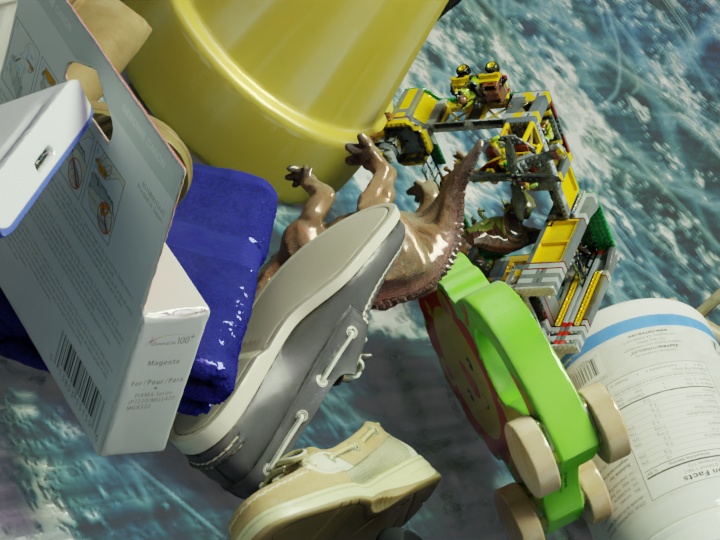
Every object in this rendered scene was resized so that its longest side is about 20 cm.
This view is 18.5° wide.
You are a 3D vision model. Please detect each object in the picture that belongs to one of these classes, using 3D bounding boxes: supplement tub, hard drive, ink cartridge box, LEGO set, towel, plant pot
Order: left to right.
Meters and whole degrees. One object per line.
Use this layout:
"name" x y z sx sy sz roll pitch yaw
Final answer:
"hard drive" -0.233 -0.026 1.039 0.026 0.199 0.132 65 22 -22
"ink cartridge box" -0.134 -0.037 1.114 0.043 0.175 0.200 -3 39 -34
"towel" -0.130 0.001 1.263 0.146 0.050 0.201 14 34 -3
"plant pot" -0.034 -0.179 1.494 0.200 0.189 0.202 31 32 -23
"LEGO set" 0.081 -0.023 1.456 0.116 0.153 0.201 -61 146 -42
"supplement tub" 0.204 0.131 1.459 0.131 0.132 0.201 19 38 -38

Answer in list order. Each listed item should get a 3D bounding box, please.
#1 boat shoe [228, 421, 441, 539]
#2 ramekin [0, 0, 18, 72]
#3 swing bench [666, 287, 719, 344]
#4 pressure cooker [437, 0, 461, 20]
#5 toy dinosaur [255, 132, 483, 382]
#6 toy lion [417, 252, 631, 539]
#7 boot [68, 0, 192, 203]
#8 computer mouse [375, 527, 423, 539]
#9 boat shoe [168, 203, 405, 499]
"boat shoe" -0.024 0.124 1.240 0.063 0.073 0.200 45 25 17
"ramekin" -0.263 -0.168 1.228 0.201 0.095 0.203 12 31 -7
"swing bench" 0.383 0.041 1.807 0.200 0.130 0.199 48 28 6
"pressure cooker" 0.013 -0.293 1.717 0.200 0.176 0.179 44 25 -9
"toy dinosaur" 0.000 0.000 1.351 0.086 0.199 0.136 58 13 -46
"toy lion" 0.088 0.067 1.368 0.193 0.068 0.200 62 -10 20
"boot" -0.160 -0.108 1.299 0.173 0.067 0.200 8 30 9
"computer mouse" 0.054 0.236 1.241 0.059 0.034 0.201 24 36 -63
"boat shoe" -0.031 0.045 1.270 0.063 0.072 0.200 51 61 -23
